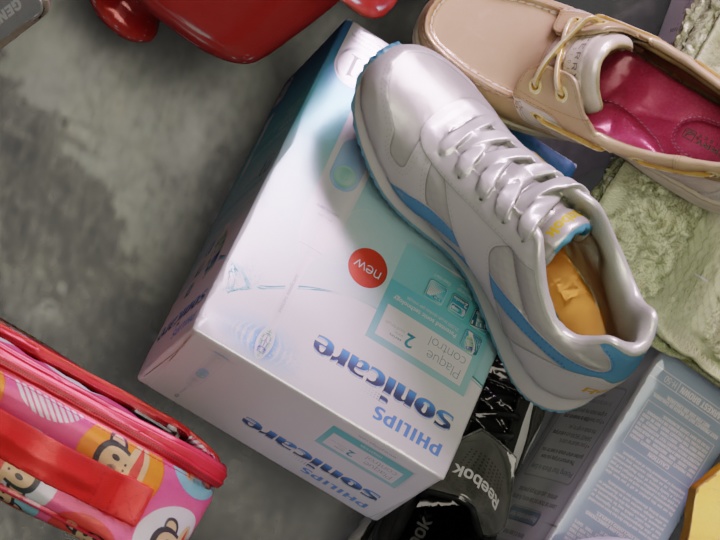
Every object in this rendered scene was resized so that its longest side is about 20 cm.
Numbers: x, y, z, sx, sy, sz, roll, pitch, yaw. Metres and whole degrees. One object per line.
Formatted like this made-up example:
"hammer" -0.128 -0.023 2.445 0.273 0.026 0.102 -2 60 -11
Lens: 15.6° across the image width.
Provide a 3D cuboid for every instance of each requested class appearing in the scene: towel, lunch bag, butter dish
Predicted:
"towel" 0.200 -0.044 1.351 0.148 0.036 0.200 33 78 -11
"lunch bag" -0.167 0.076 1.284 0.199 0.176 0.082 30 86 -12
"butter dish" -0.081 -0.177 1.326 0.199 0.200 0.148 40 113 -7

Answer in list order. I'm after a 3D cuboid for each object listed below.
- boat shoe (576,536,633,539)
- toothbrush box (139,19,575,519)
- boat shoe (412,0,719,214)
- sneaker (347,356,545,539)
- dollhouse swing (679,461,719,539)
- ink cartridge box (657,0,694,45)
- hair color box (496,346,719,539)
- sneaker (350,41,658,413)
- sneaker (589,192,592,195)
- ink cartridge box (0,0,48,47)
"boat shoe" 0.080 0.194 1.274 0.200 0.062 0.072 -27 115 -29
"toothbrush box" 0.000 0.000 1.331 0.146 0.085 0.200 32 61 -11
"boat shoe" 0.119 -0.096 1.295 0.199 0.069 0.074 24 78 9
"sneaker" 0.058 0.101 1.380 0.066 0.090 0.201 31 82 -12
"dollhouse swing" 0.251 0.193 1.407 0.175 0.182 0.201 9 87 7
"ink cartridge box" 0.251 -0.066 1.432 0.199 0.084 0.176 22 85 -12
"hair color box" 0.116 0.134 1.388 0.061 0.099 0.200 34 82 -12
"sneaker" 0.073 -0.031 1.272 0.076 0.081 0.200 -34 88 -31
"sneaker" 0.192 0.025 1.410 0.200 0.088 0.081 38 75 -9
"ink cartridge box" -0.247 -0.158 1.256 0.200 0.084 0.176 -31 98 30
